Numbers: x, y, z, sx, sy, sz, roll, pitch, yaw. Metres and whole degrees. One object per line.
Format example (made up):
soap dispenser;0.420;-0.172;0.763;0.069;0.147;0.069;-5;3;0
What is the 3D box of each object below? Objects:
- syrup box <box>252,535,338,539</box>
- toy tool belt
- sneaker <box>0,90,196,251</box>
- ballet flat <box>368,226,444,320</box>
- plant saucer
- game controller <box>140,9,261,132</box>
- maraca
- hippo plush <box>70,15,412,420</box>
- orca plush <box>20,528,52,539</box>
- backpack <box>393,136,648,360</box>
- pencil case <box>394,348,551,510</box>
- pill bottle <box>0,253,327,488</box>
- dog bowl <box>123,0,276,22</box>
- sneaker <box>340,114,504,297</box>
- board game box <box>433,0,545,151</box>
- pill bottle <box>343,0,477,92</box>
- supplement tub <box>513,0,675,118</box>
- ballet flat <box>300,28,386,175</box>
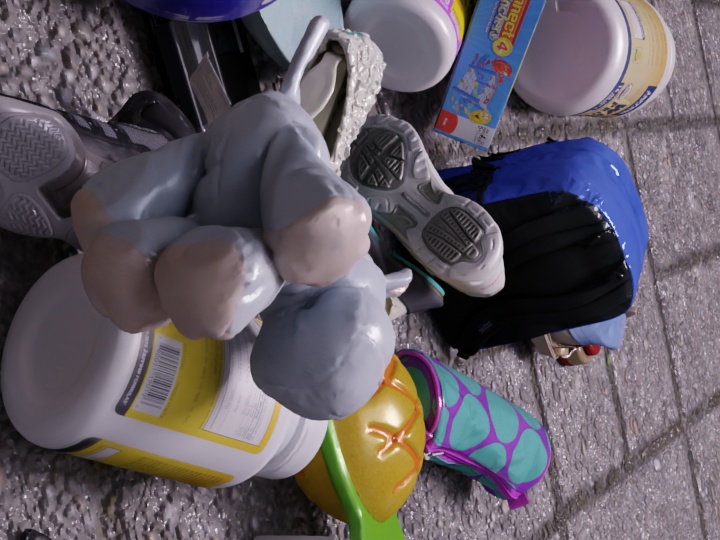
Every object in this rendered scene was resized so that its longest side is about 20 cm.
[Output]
syrup box;-0.027;0.289;0.795;0.079;0.081;0.202;-41;115;-49
toy tool belt;0.231;0.034;1.194;0.200;0.122;0.126;45;47;-39
sneaker;-0.169;-0.071;0.700;0.198;0.076;0.114;24;28;-23
ballet flat;0.000;0.000;0.933;0.200;0.072;0.074;43;48;-48
plant saucer;-0.069;-0.233;0.887;0.201;0.038;0.204;-14;90;-70
game controller;-0.116;-0.170;0.837;0.104;0.042;0.202;-35;111;-68
maraca;-0.002;0.134;0.840;0.137;0.106;0.202;19;56;-69
hippo plush;-0.058;-0.001;0.634;0.201;0.158;0.162;-101;171;-48
orca plush;-0.184;0.171;0.612;0.105;0.070;0.201;-51;122;-47
backpack;0.156;-0.040;1.041;0.163;0.198;0.169;57;41;-27
pencil case;0.086;0.139;0.994;0.199;0.085;0.093;30;42;-47
pill bottle;-0.110;0.071;0.708;0.199;0.111;0.113;28;59;-49
dog bowl;-0.106;-0.268;0.746;0.198;0.079;0.203;4;77;-16
sneaker;0.049;-0.045;0.955;0.201;0.078;0.100;54;-1;31
board game box;0.141;-0.245;1.072;0.201;0.055;0.197;-64;174;-53
pill bottle;0.060;-0.261;1.045;0.105;0.103;0.201;54;42;-32
supplement tub;0.264;-0.245;1.295;0.199;0.143;0.146;-9;88;-55
ballet flat;-0.046;-0.084;0.827;0.071;0.071;0.202;20;92;-51
